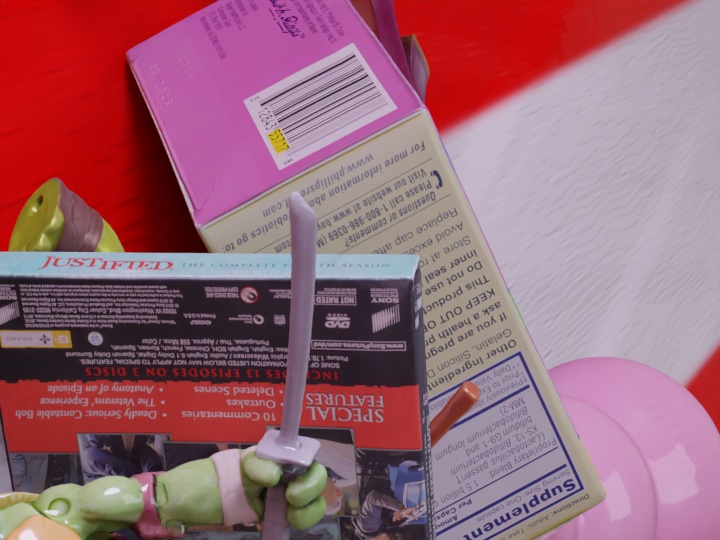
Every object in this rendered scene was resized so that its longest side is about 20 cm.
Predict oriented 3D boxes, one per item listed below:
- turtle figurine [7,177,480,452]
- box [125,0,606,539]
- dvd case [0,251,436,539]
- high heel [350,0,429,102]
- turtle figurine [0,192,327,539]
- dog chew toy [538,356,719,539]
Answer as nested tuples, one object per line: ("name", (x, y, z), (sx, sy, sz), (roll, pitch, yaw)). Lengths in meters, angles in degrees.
("turtle figurine", (-0.060, 0.033, 0.754), (0.161, 0.200, 0.065), (36, 53, -23))
("box", (0.000, 0.000, 0.882), (0.201, 0.096, 0.176), (64, -1, -30))
("dvd case", (-0.045, 0.086, 0.720), (0.022, 0.145, 0.201), (-71, 159, -62))
("high heel", (-0.019, -0.107, 1.019), (0.200, 0.067, 0.097), (59, 33, -51))
("turtle figurine", (-0.056, 0.122, 0.648), (0.194, 0.199, 0.144), (52, 27, -21))
("dog chew toy", (0.091, 0.108, 0.989), (0.200, 0.124, 0.126), (-8, 87, -57))
